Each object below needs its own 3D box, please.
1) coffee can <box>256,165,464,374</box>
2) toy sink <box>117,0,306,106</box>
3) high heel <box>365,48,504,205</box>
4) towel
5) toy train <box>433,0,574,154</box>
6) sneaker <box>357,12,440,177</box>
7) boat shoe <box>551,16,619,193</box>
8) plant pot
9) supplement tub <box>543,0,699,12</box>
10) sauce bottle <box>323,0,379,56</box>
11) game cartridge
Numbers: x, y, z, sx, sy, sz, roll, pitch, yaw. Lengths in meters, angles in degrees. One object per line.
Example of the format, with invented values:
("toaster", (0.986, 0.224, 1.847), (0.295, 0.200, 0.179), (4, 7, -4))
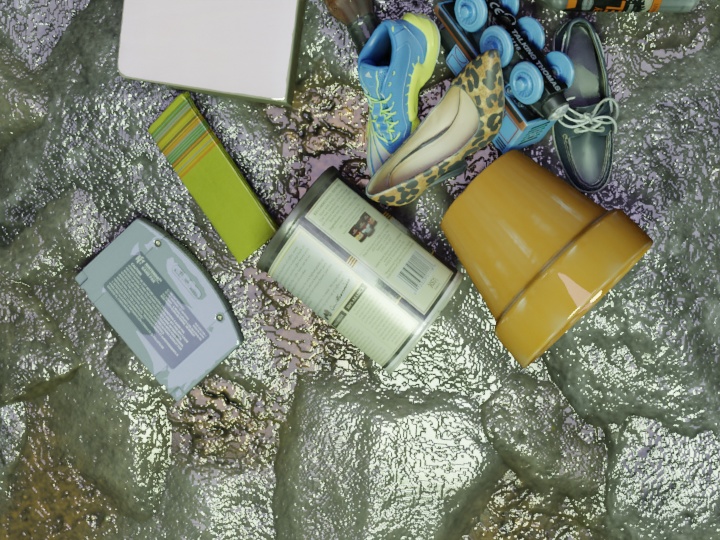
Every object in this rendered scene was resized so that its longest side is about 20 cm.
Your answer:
("coffee can", (0.000, 0.000, 1.258), (0.199, 0.146, 0.147), (39, 97, 1))
("toy sink", (-0.170, -0.272, 1.269), (0.196, 0.112, 0.133), (7, 95, -1))
("high heel", (0.082, -0.151, 1.198), (0.141, 0.201, 0.072), (-23, 62, -30))
("towel", (-0.178, -0.111, 1.315), (0.086, 0.018, 0.202), (-33, 92, 41))
("toy train", (0.157, -0.236, 1.238), (0.201, 0.086, 0.115), (55, 140, 15))
("sneaker", (0.024, -0.197, 1.247), (0.075, 0.104, 0.204), (22, 108, 37))
("boat shoe", (0.261, -0.191, 1.261), (0.073, 0.062, 0.204), (-2, 95, 3))
("plant pot", (0.194, -0.027, 1.223), (0.200, 0.200, 0.184), (-44, 79, 7))
("supplement tub", (0.280, -0.352, 1.217), (0.196, 0.123, 0.125), (2, 95, 5))
("sauce bottle", (-0.024, -0.345, 1.275), (0.065, 0.066, 0.203), (-25, 94, 6))
("game cartridge", (-0.241, 0.042, 1.339), (0.133, 0.042, 0.201), (-40, 90, 3))
